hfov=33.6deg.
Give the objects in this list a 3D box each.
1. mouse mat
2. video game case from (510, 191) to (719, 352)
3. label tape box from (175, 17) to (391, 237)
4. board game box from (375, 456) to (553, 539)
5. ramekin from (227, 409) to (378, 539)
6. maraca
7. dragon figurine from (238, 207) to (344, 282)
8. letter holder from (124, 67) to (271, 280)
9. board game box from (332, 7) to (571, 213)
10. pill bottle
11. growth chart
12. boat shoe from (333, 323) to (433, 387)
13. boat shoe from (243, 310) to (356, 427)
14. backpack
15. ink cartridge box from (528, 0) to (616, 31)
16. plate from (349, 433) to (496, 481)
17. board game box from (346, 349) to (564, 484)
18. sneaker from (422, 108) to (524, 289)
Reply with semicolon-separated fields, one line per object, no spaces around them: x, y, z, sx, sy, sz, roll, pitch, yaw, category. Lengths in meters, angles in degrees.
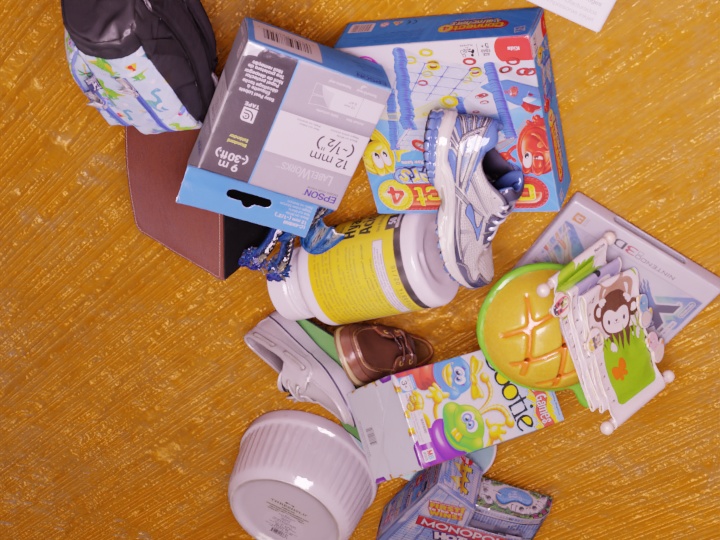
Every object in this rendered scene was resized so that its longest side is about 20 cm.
-0.023;0.139;1.436;0.161;0.008;0.201;27;144;59;mouse mat
0.255;0.029;1.286;0.182;0.022;0.200;31;134;-4;video game case
-0.076;-0.118;1.127;0.143;0.066;0.200;16;116;-19;label tape box
0.134;0.309;1.526;0.199;0.062;0.200;16;142;2;board game box
-0.083;0.294;1.606;0.199;0.105;0.201;12;133;13;ramekin
0.213;0.069;1.253;0.200;0.107;0.137;27;104;-20;maraca
-0.053;-0.054;1.252;0.059;0.100;0.200;23;147;-35;dragon figurine
-0.171;-0.116;1.291;0.142;0.101;0.201;27;136;22;letter holder
0.093;-0.152;1.177;0.199;0.056;0.196;0;128;23;board game box
0.000;0.000;1.310;0.199;0.111;0.111;-13;123;31;pill bottle
0.254;0.062;1.211;0.018;0.145;0.200;0;123;50;growth chart
0.028;0.089;1.350;0.067;0.200;0.072;-22;76;17;boat shoe
-0.068;0.123;1.407;0.200;0.066;0.072;46;159;33;boat shoe
-0.201;-0.213;1.106;0.153;0.164;0.200;-15;152;22;backpack
0.175;-0.325;0.929;0.145;0.145;0.200;25;133;2;ink cartridge box
0.077;0.197;1.508;0.199;0.026;0.201;13;133;14;plate
0.105;0.150;1.308;0.103;0.199;0.105;-31;75;55;board game box
0.117;-0.063;1.154;0.085;0.077;0.201;-1;129;18;sneaker
